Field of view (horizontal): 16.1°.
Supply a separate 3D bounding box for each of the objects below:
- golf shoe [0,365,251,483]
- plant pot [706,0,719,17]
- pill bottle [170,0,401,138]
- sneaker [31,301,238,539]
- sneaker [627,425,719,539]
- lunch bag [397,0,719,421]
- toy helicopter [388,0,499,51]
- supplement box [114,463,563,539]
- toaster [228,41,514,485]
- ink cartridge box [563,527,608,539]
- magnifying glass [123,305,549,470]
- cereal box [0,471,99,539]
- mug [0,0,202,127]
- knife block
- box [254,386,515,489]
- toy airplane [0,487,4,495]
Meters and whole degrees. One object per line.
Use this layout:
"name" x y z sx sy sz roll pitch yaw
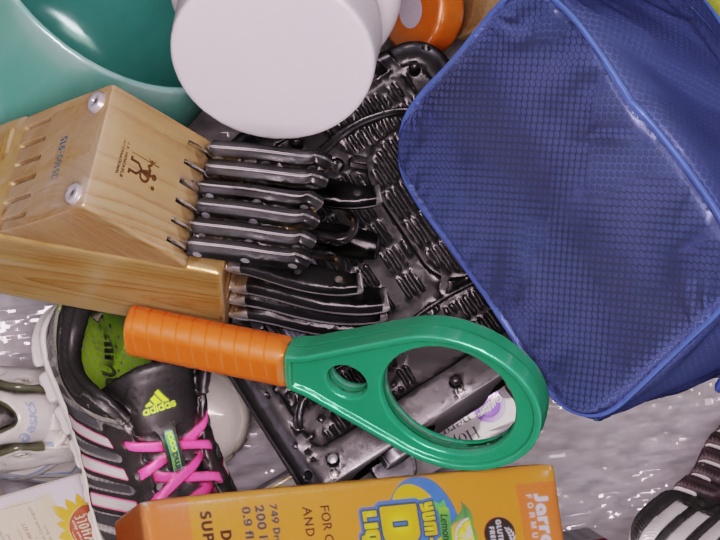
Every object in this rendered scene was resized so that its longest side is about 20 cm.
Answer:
"golf shoe" -0.154 0.081 1.299 0.199 0.097 0.079 -2 90 -4
"plant pot" 0.189 -0.065 1.285 0.186 0.187 0.201 20 101 -3
"pill bottle" -0.032 -0.163 1.234 0.113 0.200 0.114 4 132 4
"sneaker" -0.098 0.083 1.214 0.073 0.088 0.200 -19 67 -22
"sneaker" 0.196 0.149 1.312 0.075 0.200 0.116 24 124 34
"lunch bag" 0.132 -0.034 1.159 0.136 0.132 0.200 -44 72 38
"toy helicopter" 0.084 -0.198 1.278 0.079 0.200 0.133 0 68 -41
"supplement box" -0.007 0.131 1.165 0.199 0.069 0.067 -4 76 -19
"toaster" 0.000 0.000 1.273 0.180 0.119 0.200 -33 77 -7
"ink cartridge box" 0.040 0.221 1.286 0.199 0.145 0.145 -10 90 -3
"magnifying glass" -0.012 0.045 1.156 0.199 0.022 0.080 10 131 13
"cereal box" -0.165 0.181 1.200 0.199 0.039 0.144 -13 73 -42
"mug" -0.137 -0.107 1.273 0.185 0.152 0.114 34 129 -16
"knife block" -0.087 -0.011 1.190 0.175 0.199 0.064 32 58 -35
"box" -0.009 0.111 1.334 0.199 0.041 0.039 -30 92 -3
"toy airplane" -0.196 0.236 1.274 0.199 0.141 0.200 -42 82 -8
